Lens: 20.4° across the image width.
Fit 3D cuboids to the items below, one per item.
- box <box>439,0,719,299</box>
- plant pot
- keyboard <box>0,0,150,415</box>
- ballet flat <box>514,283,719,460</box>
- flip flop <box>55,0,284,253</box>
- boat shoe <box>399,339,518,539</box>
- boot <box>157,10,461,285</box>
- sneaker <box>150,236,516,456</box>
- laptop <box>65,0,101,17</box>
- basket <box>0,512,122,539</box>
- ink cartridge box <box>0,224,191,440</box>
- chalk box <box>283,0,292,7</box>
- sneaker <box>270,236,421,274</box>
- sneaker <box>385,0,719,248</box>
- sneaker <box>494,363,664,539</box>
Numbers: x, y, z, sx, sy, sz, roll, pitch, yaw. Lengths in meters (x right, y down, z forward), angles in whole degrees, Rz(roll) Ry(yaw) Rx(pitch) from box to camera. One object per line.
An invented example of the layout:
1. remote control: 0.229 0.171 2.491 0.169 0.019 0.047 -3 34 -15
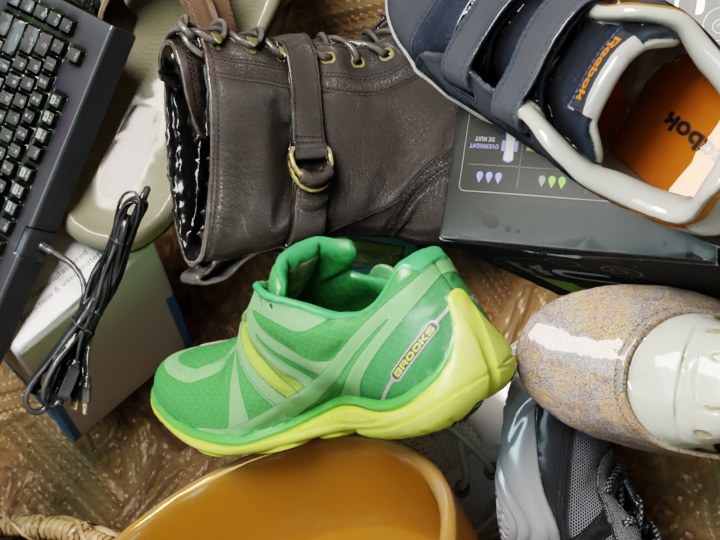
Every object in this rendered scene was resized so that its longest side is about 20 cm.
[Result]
1. box: 0.127 -0.092 0.844 0.123 0.148 0.202 5 83 27
2. plant pot: -0.013 0.202 0.828 0.199 0.184 0.201 -23 27 13
3. keyboard: -0.150 -0.016 0.866 0.126 0.021 0.201 26 98 21
4. ballet flat: 0.161 0.048 0.786 0.198 0.067 0.069 12 88 -12
5. flip flop: -0.087 -0.107 0.880 0.080 0.058 0.202 19 82 14
6. boat shoe: 0.040 0.092 0.902 0.200 0.069 0.071 -44 63 14
7. boot: -0.006 -0.093 0.871 0.069 0.173 0.202 -3 85 58
8. sneaker: -0.017 0.028 0.833 0.199 0.074 0.084 -13 101 46
9. laptop: -0.172 -0.237 0.971 0.199 0.103 0.179 24 93 3
10. basket: -0.167 0.187 0.952 0.198 0.149 0.144 4 83 30
11. ink cartridge box: -0.183 -0.031 0.977 0.084 0.145 0.200 -40 72 -11
12. chalk box: -0.098 -0.189 0.998 0.199 0.124 0.125 -36 66 18
13. sneaker: 0.000 0.000 0.952 0.079 0.078 0.202 20 87 1
14. sneaker: 0.079 -0.079 0.738 0.199 0.079 0.079 33 97 29
15. sneaker: 0.123 0.123 0.835 0.113 0.075 0.202 -3 103 20
